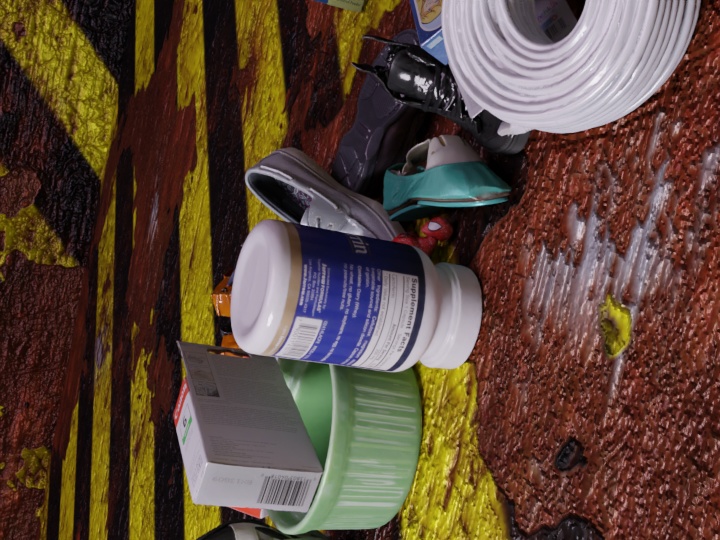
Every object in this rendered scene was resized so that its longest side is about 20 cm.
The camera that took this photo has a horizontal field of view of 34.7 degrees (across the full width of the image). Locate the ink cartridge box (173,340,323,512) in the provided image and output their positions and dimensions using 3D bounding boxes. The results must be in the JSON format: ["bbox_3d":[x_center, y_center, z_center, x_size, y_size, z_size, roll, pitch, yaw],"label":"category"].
[{"bbox_3d":[-0.115,0.143,1.083,0.200,0.109,0.050,-121,45,-57],"label":"ink cartridge box"}]

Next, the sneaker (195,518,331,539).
[{"bbox_3d":[-0.079,0.289,1.099,0.088,0.200,0.074,32,107,45],"label":"sneaker"}]

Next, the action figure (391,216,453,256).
[{"bbox_3d":[0.000,0.000,1.101,0.052,0.200,0.065,63,-161,-7],"label":"action figure"}]

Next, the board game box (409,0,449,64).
[{"bbox_3d":[0.121,-0.281,0.951,0.200,0.034,0.135,-37,45,30],"label":"board game box"}]

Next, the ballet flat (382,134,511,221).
[{"bbox_3d":[0.069,-0.086,1.037,0.200,0.067,0.070,175,89,-69],"label":"ballet flat"}]

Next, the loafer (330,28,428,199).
[{"bbox_3d":[0.033,-0.155,1.174,0.072,0.063,0.200,55,130,37],"label":"loafer"}]

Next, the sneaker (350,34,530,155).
[{"bbox_3d":[0.070,-0.160,1.024,0.200,0.104,0.060,-122,46,-58],"label":"sneaker"}]

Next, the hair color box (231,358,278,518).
[{"bbox_3d":[-0.090,0.159,1.267,0.064,0.111,0.200,15,97,23],"label":"hair color box"}]

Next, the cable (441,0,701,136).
[{"bbox_3d":[0.145,-0.199,0.825,0.200,0.069,0.200,2,94,48],"label":"cable"}]

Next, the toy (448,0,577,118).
[{"bbox_3d":[0.120,-0.224,0.988,0.115,0.047,0.200,-39,43,26],"label":"toy"}]

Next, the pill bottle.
[{"bbox_3d":[-0.002,0.027,0.999,0.116,0.200,0.116,-170,90,-67],"label":"pill bottle"}]

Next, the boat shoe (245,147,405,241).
[{"bbox_3d":[-0.038,-0.051,1.170,0.201,0.072,0.070,38,137,24],"label":"boat shoe"}]

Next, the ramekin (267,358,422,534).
[{"bbox_3d":[-0.020,0.158,1.123,0.200,0.098,0.200,-171,90,-67],"label":"ramekin"}]

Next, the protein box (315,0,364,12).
[{"bbox_3d":[-0.055,-0.449,1.401,0.200,0.135,0.199,-119,44,-58],"label":"protein box"}]

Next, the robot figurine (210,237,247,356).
[{"bbox_3d":[-0.113,0.035,1.340,0.200,0.058,0.145,-52,-38,-61],"label":"robot figurine"}]
